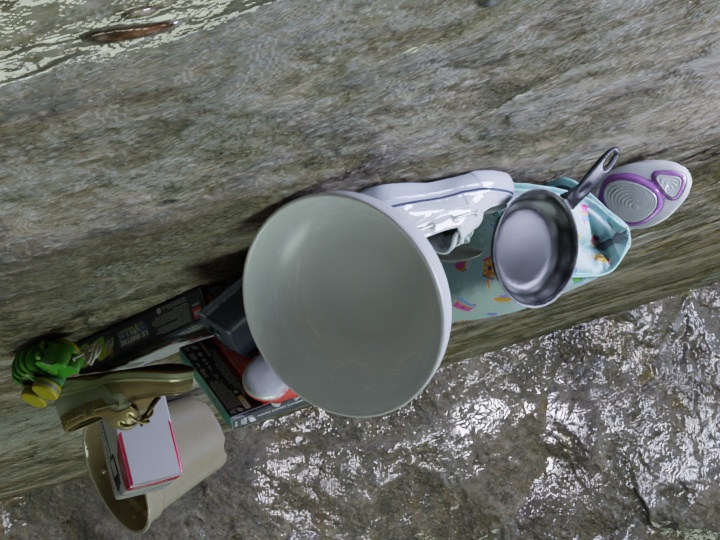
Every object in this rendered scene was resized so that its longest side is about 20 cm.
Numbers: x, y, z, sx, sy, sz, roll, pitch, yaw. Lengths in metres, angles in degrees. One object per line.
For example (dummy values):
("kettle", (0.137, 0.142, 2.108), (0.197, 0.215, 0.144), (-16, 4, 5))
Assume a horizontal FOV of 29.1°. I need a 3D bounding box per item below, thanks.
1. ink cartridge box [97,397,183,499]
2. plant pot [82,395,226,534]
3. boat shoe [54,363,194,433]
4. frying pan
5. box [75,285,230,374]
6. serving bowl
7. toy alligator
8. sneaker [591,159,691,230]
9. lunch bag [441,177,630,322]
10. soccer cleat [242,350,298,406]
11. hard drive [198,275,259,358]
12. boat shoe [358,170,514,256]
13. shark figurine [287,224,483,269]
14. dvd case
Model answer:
("ink cartridge box", (-0.329, 0.250, 2.040), (0.083, 0.147, 0.200), (-12, 169, -18))
("plant pot", (-0.329, 0.301, 2.283), (0.182, 0.202, 0.200), (-25, 177, -34))
("boat shoe", (-0.257, 0.142, 1.524), (0.198, 0.067, 0.074), (-11, 176, 38))
("frying pan", (0.181, -0.057, 1.356), (0.114, 0.192, 0.031), (28, 167, -35))
("box", (-0.210, 0.065, 1.529), (0.198, 0.035, 0.110), (-23, 169, 30))
("serving bowl", (-0.004, 0.023, 1.211), (0.199, 0.202, 0.066), (-23, -175, 34))
("toy alligator", (-0.327, 0.096, 1.453), (0.054, 0.060, 0.200), (31, 150, -18))
("sneaker", (0.288, -0.080, 1.560), (0.199, 0.076, 0.099), (-25, -174, 40))
("lunch bag", (0.170, -0.018, 1.486), (0.198, 0.124, 0.170), (-3, 163, -37))
("soccer cleat", (-0.044, 0.070, 1.449), (0.199, 0.069, 0.086), (-28, 149, -37))
("hard drive", (-0.090, 0.034, 1.418), (0.134, 0.042, 0.200), (-39, 168, -3))
("boat shoe", (0.072, -0.047, 1.299), (0.198, 0.068, 0.073), (-10, 169, -38))
("shark figurine", (0.008, 0.010, 1.325), (0.213, 0.090, 0.129), (-1, 128, -41))
("dvd case", (-0.080, 0.098, 1.515), (0.198, 0.022, 0.146), (-19, -143, -23))
